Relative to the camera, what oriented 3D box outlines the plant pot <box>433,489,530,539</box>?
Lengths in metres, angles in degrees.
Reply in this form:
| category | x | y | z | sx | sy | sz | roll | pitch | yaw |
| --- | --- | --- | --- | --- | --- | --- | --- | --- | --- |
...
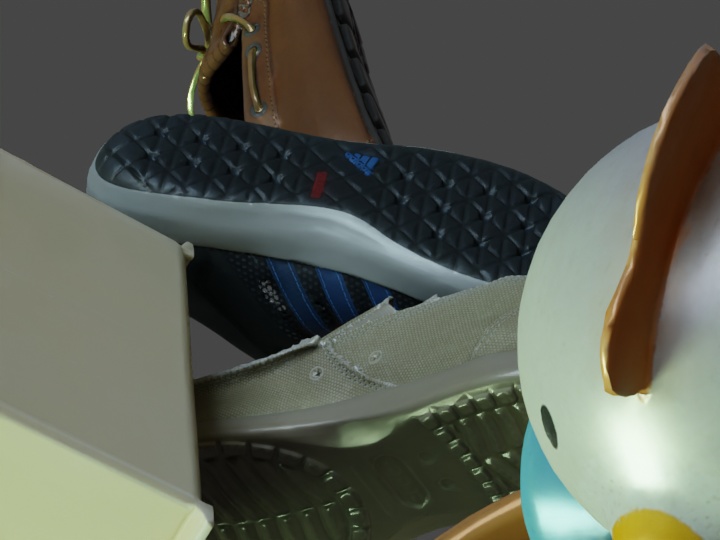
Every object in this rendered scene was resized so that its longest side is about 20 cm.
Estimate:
| category | x | y | z | sx | sy | sz | roll | pitch | yaw |
| --- | --- | --- | --- | --- | --- | --- | --- | --- | --- |
| plant pot | 0.088 | 0.166 | 0.651 | 0.200 | 0.140 | 0.200 | -18 | 43 | 17 |

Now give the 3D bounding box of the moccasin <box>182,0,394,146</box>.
| category | x | y | z | sx | sy | sz | roll | pitch | yaw |
| --- | --- | --- | --- | --- | --- | --- | --- | --- | --- |
| moccasin | -0.036 | -0.077 | 1.021 | 0.078 | 0.074 | 0.201 | -20 | 52 | 3 |

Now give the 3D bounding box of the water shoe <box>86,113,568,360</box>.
| category | x | y | z | sx | sy | sz | roll | pitch | yaw |
| --- | --- | --- | --- | --- | --- | --- | --- | --- | --- |
| water shoe | 0.000 | 0.000 | 0.919 | 0.200 | 0.079 | 0.072 | 15 | 40 | 9 |

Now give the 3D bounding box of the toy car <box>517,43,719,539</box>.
| category | x | y | z | sx | sy | sz | roll | pitch | yaw |
| --- | --- | --- | --- | --- | --- | --- | --- | --- | --- |
| toy car | 0.080 | 0.045 | 0.514 | 0.184 | 0.200 | 0.177 | 6 | 55 | 36 |

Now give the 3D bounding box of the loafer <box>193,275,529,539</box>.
| category | x | y | z | sx | sy | sz | roll | pitch | yaw |
| --- | --- | --- | --- | --- | --- | --- | --- | --- | --- |
| loafer | 0.001 | 0.052 | 0.869 | 0.200 | 0.076 | 0.068 | -13 | 35 | 26 |

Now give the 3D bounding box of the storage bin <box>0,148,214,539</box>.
| category | x | y | z | sx | sy | sz | roll | pitch | yaw |
| --- | --- | --- | --- | --- | --- | --- | --- | --- | --- |
| storage bin | -0.134 | 0.085 | 0.814 | 0.199 | 0.094 | 0.200 | -58 | 18 | 18 |
